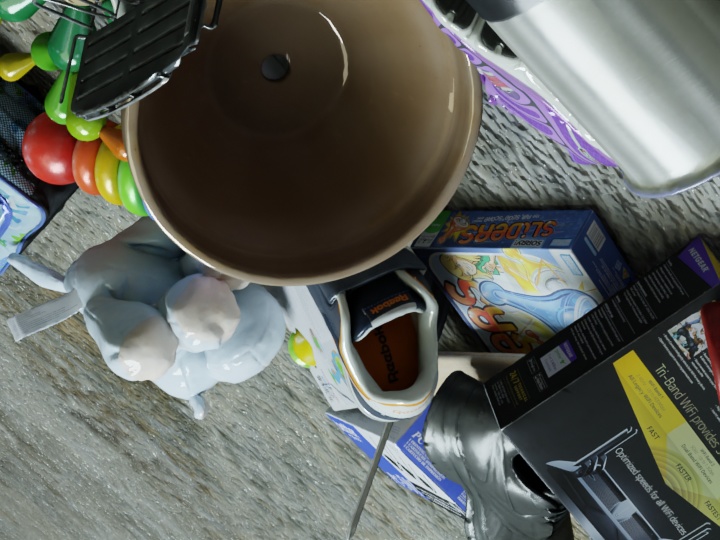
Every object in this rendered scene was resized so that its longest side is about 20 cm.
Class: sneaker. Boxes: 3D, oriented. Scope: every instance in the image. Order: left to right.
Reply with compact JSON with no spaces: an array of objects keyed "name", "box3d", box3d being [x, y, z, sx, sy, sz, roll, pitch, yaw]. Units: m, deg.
[{"name":"sneaker","box3d":[-0.096,-0.128,0.881,0.076,0.081,0.200,-10,124,49]},{"name":"sneaker","box3d":[0.000,0.000,0.937,0.201,0.078,0.079,65,166,1]},{"name":"sneaker","box3d":[0.073,-0.117,0.740,0.200,0.081,0.083,44,156,-20]},{"name":"sneaker","box3d":[0.113,0.149,0.978,0.090,0.076,0.200,10,148,36]}]

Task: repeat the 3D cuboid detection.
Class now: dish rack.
[{"name":"dish rack","box3d":[-0.114,-0.179,0.727,0.054,0.201,0.153,17,162,-31]}]

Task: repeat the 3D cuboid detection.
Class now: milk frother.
[{"name":"milk frother","box3d":[0.100,-0.112,0.586,0.188,0.200,0.180,43,147,-18]}]

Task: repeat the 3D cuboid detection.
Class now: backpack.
[{"name":"backpack","box3d":[-0.328,-0.094,1.130,0.200,0.147,0.183,43,148,-10]}]

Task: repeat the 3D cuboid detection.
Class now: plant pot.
[{"name":"plant pot","box3d":[-0.039,-0.101,0.820,0.201,0.200,0.093,54,-176,-33]}]

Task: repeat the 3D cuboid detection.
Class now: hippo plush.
[{"name":"hippo plush","box3d":[-0.139,0.051,1.104,0.199,0.160,0.161,-24,135,8]}]

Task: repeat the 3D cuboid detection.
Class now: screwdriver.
[{"name":"screwdriver","box3d":[0.022,0.085,0.984,0.029,0.201,0.028,22,165,12]}]

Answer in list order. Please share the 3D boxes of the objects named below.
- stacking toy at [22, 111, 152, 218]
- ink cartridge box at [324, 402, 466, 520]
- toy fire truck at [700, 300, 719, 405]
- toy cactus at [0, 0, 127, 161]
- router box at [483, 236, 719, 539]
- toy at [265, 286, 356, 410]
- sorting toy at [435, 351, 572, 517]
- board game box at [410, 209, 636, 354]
[{"name":"stacking toy","box3d":[-0.151,-0.074,1.023,0.199,0.086,0.086,17,148,22]},{"name":"ink cartridge box","box3d":[0.042,0.138,1.139,0.094,0.044,0.200,45,170,-12]},{"name":"toy fire truck","box3d":[0.224,0.040,0.706,0.111,0.201,0.168,-11,136,14]},{"name":"toy cactus","box3d":[-0.174,-0.165,0.937,0.199,0.102,0.166,29,133,15]},{"name":"router box","box3d":[0.194,0.101,0.878,0.200,0.157,0.052,50,-168,-27]},{"name":"toy","box3d":[-0.011,0.043,1.097,0.116,0.047,0.200,61,160,0]},{"name":"sorting toy","box3d":[0.137,0.113,1.010,0.199,0.037,0.185,4,141,53]},{"name":"board game box","box3d":[0.137,0.040,0.961,0.135,0.035,0.200,2,139,47]}]
